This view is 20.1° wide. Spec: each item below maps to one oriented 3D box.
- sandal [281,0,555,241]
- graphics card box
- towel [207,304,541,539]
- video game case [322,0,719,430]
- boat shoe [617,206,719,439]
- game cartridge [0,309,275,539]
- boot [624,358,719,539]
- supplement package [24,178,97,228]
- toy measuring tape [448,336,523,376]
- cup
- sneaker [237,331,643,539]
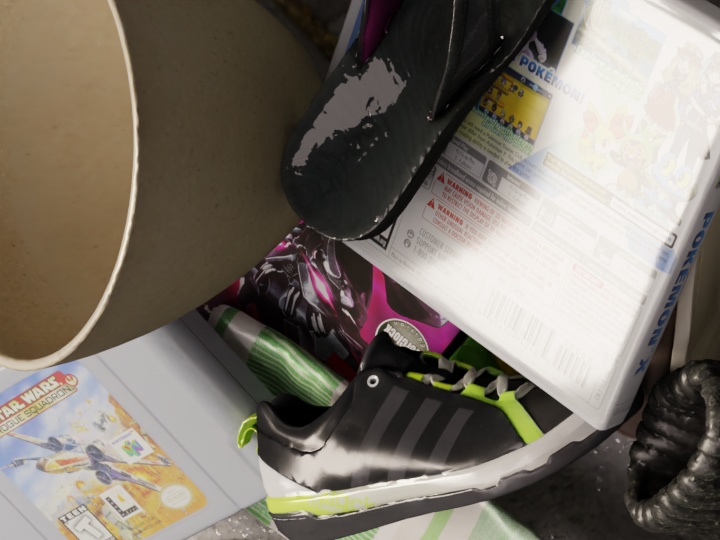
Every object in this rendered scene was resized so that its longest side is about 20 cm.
[{"bbox_3d":[0.028,-0.101,0.837,0.075,0.048,0.202,33,104,22],"label":"sandal"},{"bbox_3d":[0.000,0.000,1.021,0.125,0.051,0.200,42,130,6],"label":"graphics card box"},{"bbox_3d":[-0.010,0.113,1.044,0.199,0.023,0.153,38,145,12],"label":"towel"},{"bbox_3d":[0.066,-0.060,0.876,0.200,0.022,0.184,36,121,30],"label":"video game case"},{"bbox_3d":[0.135,-0.004,0.916,0.059,0.072,0.201,15,129,22],"label":"boat shoe"},{"bbox_3d":[-0.136,0.088,1.039,0.199,0.042,0.133,-30,114,34],"label":"game cartridge"},{"bbox_3d":[0.215,0.057,0.851,0.156,0.080,0.212,18,130,-9],"label":"boot"},{"bbox_3d":[-0.189,-0.013,1.094,0.117,0.117,0.201,35,131,12],"label":"supplement package"},{"bbox_3d":[0.049,0.096,1.035,0.073,0.074,0.200,42,136,6],"label":"toy measuring tape"},{"bbox_3d":[-0.099,-0.061,0.917,0.199,0.142,0.202,5,97,50],"label":"cup"},{"bbox_3d":[0.029,0.066,0.933,0.199,0.072,0.084,-19,91,22],"label":"sneaker"}]
